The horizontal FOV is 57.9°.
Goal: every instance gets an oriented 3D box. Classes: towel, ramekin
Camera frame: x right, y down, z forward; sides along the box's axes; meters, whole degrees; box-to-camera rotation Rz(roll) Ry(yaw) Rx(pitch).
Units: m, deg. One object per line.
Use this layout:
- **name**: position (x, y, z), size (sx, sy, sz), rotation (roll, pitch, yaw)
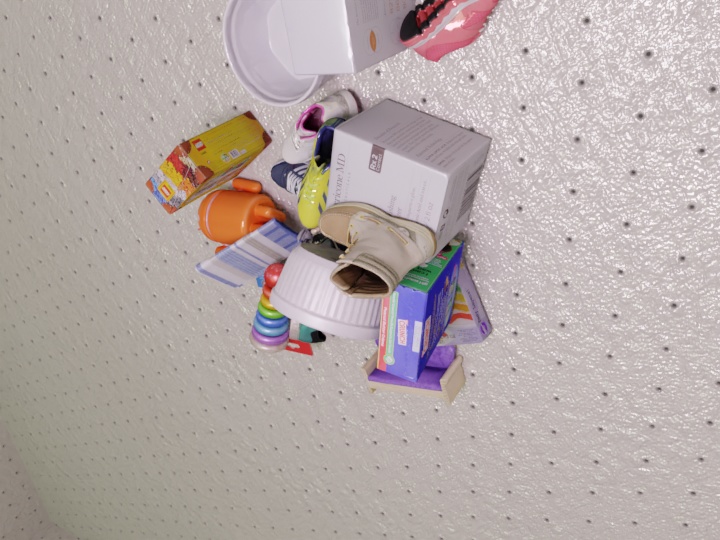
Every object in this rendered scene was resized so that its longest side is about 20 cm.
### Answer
- **towel**: position (-0.216, -0.032, 1.307), size (0.200, 0.147, 0.024), rotation (-30, 64, 15)
- **ramekin**: position (-0.041, 0.029, 1.087), size (0.200, 0.200, 0.105), rotation (22, 100, 22)
- **ramekin**: position (-0.119, -0.384, 1.081), size (0.200, 0.105, 0.200), rotation (18, 128, 25)

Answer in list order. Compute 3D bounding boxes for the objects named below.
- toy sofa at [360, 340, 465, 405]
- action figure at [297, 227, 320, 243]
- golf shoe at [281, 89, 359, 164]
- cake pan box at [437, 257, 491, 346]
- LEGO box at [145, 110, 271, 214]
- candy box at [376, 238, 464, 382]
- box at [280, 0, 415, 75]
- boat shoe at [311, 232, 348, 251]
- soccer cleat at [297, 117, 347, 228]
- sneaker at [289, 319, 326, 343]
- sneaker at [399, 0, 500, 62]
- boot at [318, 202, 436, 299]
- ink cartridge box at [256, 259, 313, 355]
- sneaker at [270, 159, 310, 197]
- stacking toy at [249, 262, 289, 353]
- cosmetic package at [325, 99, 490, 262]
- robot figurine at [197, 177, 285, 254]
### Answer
- **toy sofa**: position (0.103, 0.198, 1.313), size (0.200, 0.083, 0.098), rotation (2, 120, 35)
- **action figure**: position (-0.063, -0.028, 1.296), size (0.130, 0.069, 0.200), rotation (26, 128, 23)
- **golf shoe**: position (-0.093, -0.249, 1.153), size (0.200, 0.091, 0.075), rotation (-34, 85, 44)
- **cake pan box**: position (0.125, 0.055, 1.228), size (0.200, 0.052, 0.184), rotation (-9, 110, 39)
- **LEGO box**: position (-0.288, -0.208, 1.248), size (0.149, 0.200, 0.077), rotation (-31, 98, 43)
- **candy box**: position (0.099, 0.054, 1.069), size (0.077, 0.200, 0.169), rotation (15, 121, 17)
- **box**: position (-0.012, -0.381, 0.939), size (0.106, 0.200, 0.152), rotation (9, 122, 31)
- **boat shoe**: position (0.000, 0.000, 1.208), size (0.093, 0.075, 0.200), rotation (-30, 104, 27)
- **soccer cleat**: position (-0.069, -0.160, 1.086), size (0.065, 0.084, 0.200), rotation (25, 114, 8)
- **sneaker**: position (-0.086, 0.053, 1.277), size (0.080, 0.071, 0.200), rotation (12, 115, 1)
- **sneaker**: position (0.155, -0.373, 0.931), size (0.200, 0.074, 0.087), rotation (-27, 142, 30)
- **boot**: position (-0.007, -0.030, 0.965), size (0.200, 0.155, 0.072), rotation (18, 128, 25)
- **ink cartridge box**: position (-0.148, 0.080, 1.425), size (0.116, 0.067, 0.200), rotation (8, 122, 32)
- **sneaker**: position (-0.108, -0.153, 1.218), size (0.200, 0.108, 0.070), rotation (19, 127, 25)
- **stacking toy**: position (-0.177, 0.072, 1.349), size (0.085, 0.085, 0.200), rotation (26, 124, 19)
- **cosmetic package**: position (0.073, -0.149, 1.052), size (0.200, 0.165, 0.165), rotation (25, 130, 20)
- **robot figurine**: position (-0.254, -0.105, 1.347), size (0.200, 0.117, 0.144), rotation (11, 123, 30)
